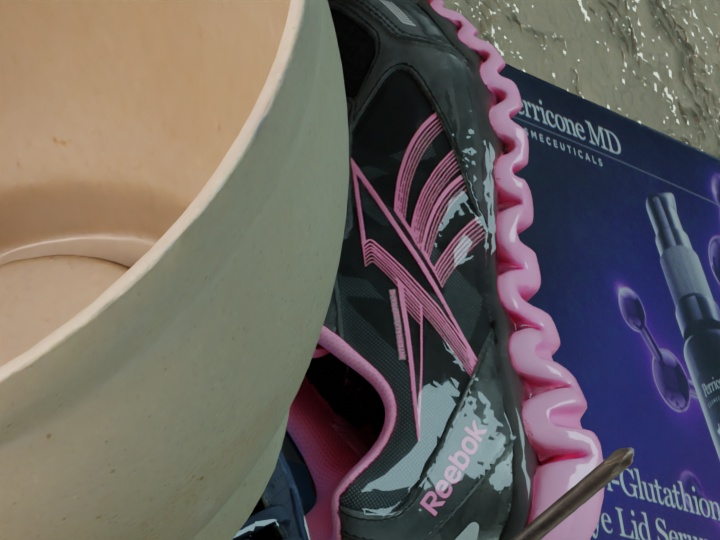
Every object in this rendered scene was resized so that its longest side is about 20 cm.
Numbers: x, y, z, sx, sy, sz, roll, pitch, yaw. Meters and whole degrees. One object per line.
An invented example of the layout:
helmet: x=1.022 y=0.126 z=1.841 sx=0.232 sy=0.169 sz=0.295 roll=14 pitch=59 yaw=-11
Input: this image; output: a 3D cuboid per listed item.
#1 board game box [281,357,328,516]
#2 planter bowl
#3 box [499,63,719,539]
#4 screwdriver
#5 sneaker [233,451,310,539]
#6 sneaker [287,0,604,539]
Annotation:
board game box: x=-0.087 y=0.041 z=0.783 sx=0.200 sy=0.056 sz=0.196 roll=41 pitch=41 yaw=-34
planter bowl: x=-0.088 y=-0.002 z=0.609 sx=0.135 sy=0.199 sz=0.201 roll=66 pitch=23 yaw=-49
box: x=0.054 y=0.051 z=0.934 sx=0.148 sy=0.104 sz=0.201 roll=17 pitch=58 yaw=-49
screwdriver: x=0.022 y=0.091 z=0.785 sx=0.028 sy=0.200 sz=0.029 roll=45 pitch=43 yaw=2
sneaker: x=-0.015 y=0.076 z=0.666 sx=0.077 sy=0.146 sz=0.203 roll=-5 pitch=67 yaw=-27
sneaker: x=0.000 y=0.000 z=0.825 sx=0.095 sy=0.079 sz=0.201 roll=0 pitch=59 yaw=-27
